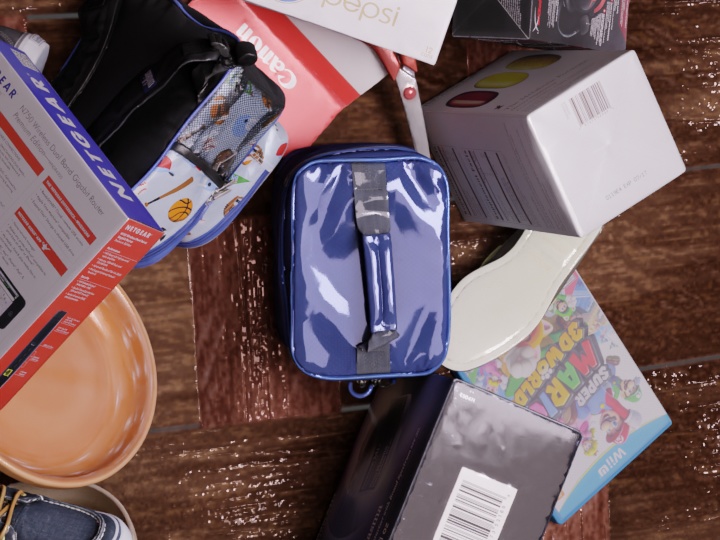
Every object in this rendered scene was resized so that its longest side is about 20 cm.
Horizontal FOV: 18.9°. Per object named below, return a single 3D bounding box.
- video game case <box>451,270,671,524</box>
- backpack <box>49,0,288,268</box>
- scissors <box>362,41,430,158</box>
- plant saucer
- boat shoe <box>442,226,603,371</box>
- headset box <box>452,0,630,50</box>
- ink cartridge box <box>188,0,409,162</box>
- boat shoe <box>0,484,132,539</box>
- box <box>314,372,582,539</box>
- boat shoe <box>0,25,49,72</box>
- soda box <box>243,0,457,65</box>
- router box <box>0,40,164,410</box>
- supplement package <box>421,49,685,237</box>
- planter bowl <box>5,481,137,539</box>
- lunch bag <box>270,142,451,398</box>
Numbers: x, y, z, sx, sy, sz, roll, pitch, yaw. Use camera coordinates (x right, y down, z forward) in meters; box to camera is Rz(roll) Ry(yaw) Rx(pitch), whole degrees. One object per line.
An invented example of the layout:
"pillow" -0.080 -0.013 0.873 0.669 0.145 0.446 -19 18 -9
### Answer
"video game case" 0.170 0.100 1.883 0.143 0.018 0.200 -40 109 -17
"backpack" -0.165 -0.101 1.631 0.191 0.200 0.154 -47 131 -8
"scissors" 0.042 -0.158 1.759 0.073 0.014 0.201 -31 109 -4
"plant saucer" -0.244 0.071 1.641 0.200 0.037 0.201 22 55 -36
"boat shoe" 0.131 0.013 1.816 0.072 0.060 0.202 39 72 8
"headset box" 0.158 -0.256 1.777 0.200 0.075 0.149 -3 98 -58
"ink cartridge box" -0.036 -0.210 1.746 0.161 0.050 0.200 45 74 -21
"boat shoe" -0.269 0.181 1.572 0.071 0.199 0.091 -70 149 -43
"box" 0.058 0.190 1.734 0.123 0.198 0.201 24 85 -13
"boat shoe" -0.301 -0.093 1.629 0.066 0.070 0.201 23 92 -1
"soda box" -0.027 -0.225 1.688 0.199 0.064 0.068 18 99 -9
"router box" -0.260 -0.035 1.535 0.180 0.200 0.049 -45 153 12
"supplement package" 0.148 -0.106 1.754 0.114 0.200 0.110 -32 107 -20
"planter bowl" -0.241 0.274 1.631 0.200 0.200 0.135 -36 132 -17
"lunch bag" 0.000 0.000 1.716 0.135 0.132 0.201 -3 97 -6
